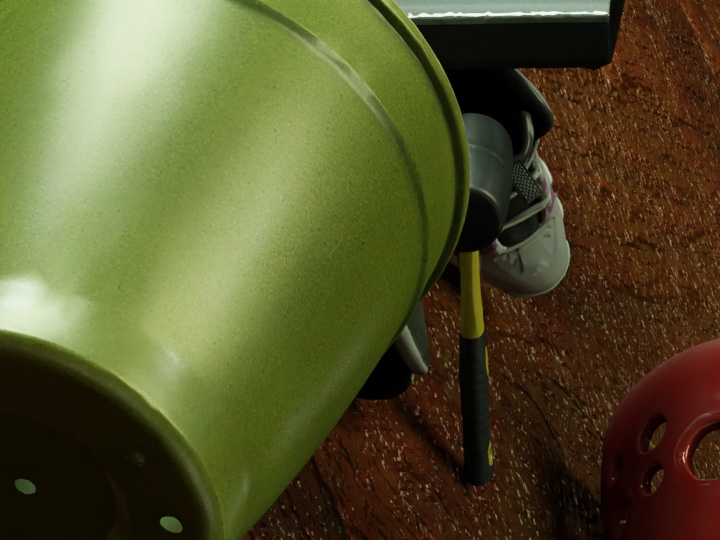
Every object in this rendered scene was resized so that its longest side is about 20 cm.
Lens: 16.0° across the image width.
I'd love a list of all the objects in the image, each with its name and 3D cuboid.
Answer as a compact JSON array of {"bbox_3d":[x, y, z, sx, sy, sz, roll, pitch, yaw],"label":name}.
[{"bbox_3d":[0.000,0.000,1.209,0.200,0.074,0.116,-59,142,-78],"label":"sneaker"},{"bbox_3d":[-0.082,0.012,0.838,0.201,0.199,0.193,53,35,-24],"label":"plant pot"},{"bbox_3d":[0.054,0.015,1.224,0.066,0.041,0.201,-81,170,-45],"label":"mallet"},{"bbox_3d":[0.029,-0.133,1.244,0.140,0.198,0.033,-69,157,-64],"label":"hard drive"},{"bbox_3d":[0.225,0.163,1.348,0.201,0.199,0.183,47,33,-35],"label":"plant pot"},{"bbox_3d":[0.069,-0.050,1.318,0.200,0.078,0.140,54,-7,-27],"label":"sneaker"}]
